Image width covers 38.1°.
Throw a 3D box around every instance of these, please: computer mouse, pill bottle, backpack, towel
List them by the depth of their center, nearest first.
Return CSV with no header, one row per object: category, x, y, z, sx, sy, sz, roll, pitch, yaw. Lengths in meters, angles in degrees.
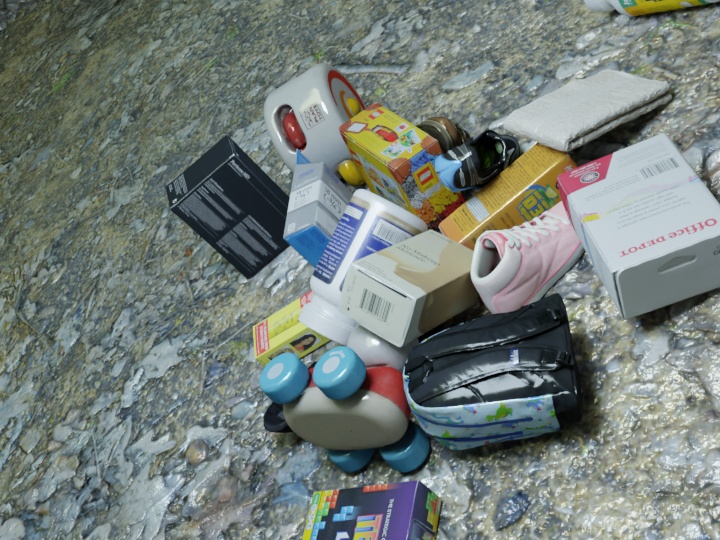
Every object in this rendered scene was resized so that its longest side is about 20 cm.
backpack,0.150,0.129,1.220,0.198,0.154,0.164,-7,48,5
towel,0.309,-0.222,1.415,0.199,0.035,0.132,-28,30,-20
pill bottle,0.000,0.000,1.432,0.116,0.115,0.201,29,92,53
computer mouse,-0.037,0.165,1.445,0.200,0.046,0.140,-48,30,-23
pill bottle,0.422,-0.429,1.499,0.199,0.113,0.113,3,57,46

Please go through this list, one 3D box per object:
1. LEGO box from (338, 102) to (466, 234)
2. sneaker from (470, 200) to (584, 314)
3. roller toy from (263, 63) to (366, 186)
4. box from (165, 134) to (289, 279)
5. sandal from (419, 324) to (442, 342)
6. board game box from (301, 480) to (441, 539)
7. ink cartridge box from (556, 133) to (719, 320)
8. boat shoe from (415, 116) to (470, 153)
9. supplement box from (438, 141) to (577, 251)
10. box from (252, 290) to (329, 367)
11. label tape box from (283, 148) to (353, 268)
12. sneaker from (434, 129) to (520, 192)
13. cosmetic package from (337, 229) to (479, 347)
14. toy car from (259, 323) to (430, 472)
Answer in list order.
LEGO box,0.065,-0.144,1.537,0.077,0.149,0.200,-34,34,-8
sneaker,0.217,-0.035,1.332,0.201,0.105,0.075,-50,34,-8
roller toy,-0.060,-0.243,1.740,0.139,0.182,0.201,-28,39,21
box,-0.204,-0.103,1.734,0.141,0.200,0.079,-37,36,11
sandal,0.076,0.043,1.443,0.075,0.048,0.201,-18,43,32
board game box,-0.001,0.353,1.216,0.165,0.057,0.201,-17,45,36
ink cartridge box,0.334,-0.055,1.222,0.147,0.086,0.201,-20,41,5
boat shoe,0.124,-0.191,1.527,0.068,0.072,0.200,-36,-5,-7
supplement box,0.208,-0.091,1.426,0.200,0.067,0.069,-41,36,7
box,-0.069,0.072,1.558,0.199,0.050,0.076,-32,39,19
label tape box,-0.043,-0.090,1.608,0.063,0.144,0.201,-23,42,28
sneaker,0.179,-0.155,1.449,0.082,0.071,0.199,-25,-2,34
cosmetic package,0.071,0.018,1.328,0.105,0.200,0.071,28,118,23
toy car,0.006,0.124,1.330,0.176,0.185,0.201,-10,42,40
